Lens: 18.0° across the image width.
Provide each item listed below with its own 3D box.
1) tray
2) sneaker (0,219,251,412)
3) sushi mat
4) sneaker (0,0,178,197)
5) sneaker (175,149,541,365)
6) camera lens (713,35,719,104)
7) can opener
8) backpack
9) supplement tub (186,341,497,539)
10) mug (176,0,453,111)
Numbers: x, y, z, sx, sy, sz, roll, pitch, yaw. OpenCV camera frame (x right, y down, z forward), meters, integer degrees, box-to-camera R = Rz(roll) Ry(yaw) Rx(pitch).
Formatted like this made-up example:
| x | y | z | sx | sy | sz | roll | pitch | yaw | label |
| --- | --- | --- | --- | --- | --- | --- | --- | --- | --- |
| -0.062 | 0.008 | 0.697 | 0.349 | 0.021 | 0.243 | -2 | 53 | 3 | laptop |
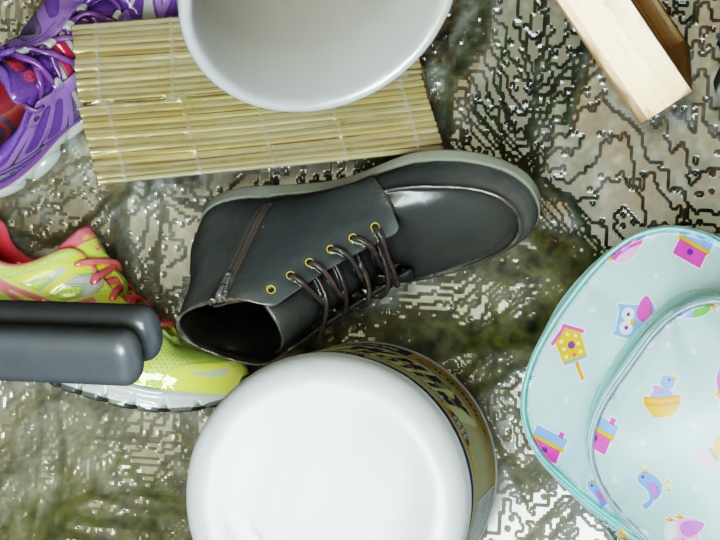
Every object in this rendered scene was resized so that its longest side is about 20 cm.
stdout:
| x | y | z | sx | sy | sz | roll | pitch | yaw | label |
| --- | --- | --- | --- | --- | --- | --- | --- | --- | --- |
| 0.106 | -0.179 | 1.203 | 0.037 | 0.099 | 0.200 | -33 | 102 | 17 | tray |
| -0.152 | 0.023 | 1.286 | 0.199 | 0.078 | 0.091 | 17 | 91 | 9 | sneaker |
| -0.058 | -0.100 | 1.256 | 0.199 | 0.012 | 0.096 | -6 | 74 | -13 | sushi mat |
| -0.168 | -0.116 | 1.283 | 0.081 | 0.083 | 0.200 | 43 | 96 | 6 | sneaker |
| 0.000 | 0.000 | 1.237 | 0.199 | 0.106 | 0.075 | -10 | 125 | 16 | sneaker |
| 0.295 | -0.109 | 1.170 | 0.199 | 0.160 | 0.160 | 32 | 95 | 7 | camera lens |
| -0.203 | 0.053 | 1.248 | 0.199 | 0.053 | 0.067 | 2 | 118 | 19 | can opener |
| 0.184 | 0.072 | 1.198 | 0.200 | 0.153 | 0.176 | 35 | 101 | 14 | backpack |
| -0.003 | 0.111 | 1.199 | 0.143 | 0.200 | 0.145 | 0 | 91 | 9 | supplement tub |
| -0.026 | -0.200 | 1.216 | 0.186 | 0.153 | 0.149 | -38 | 129 | 12 | mug |
